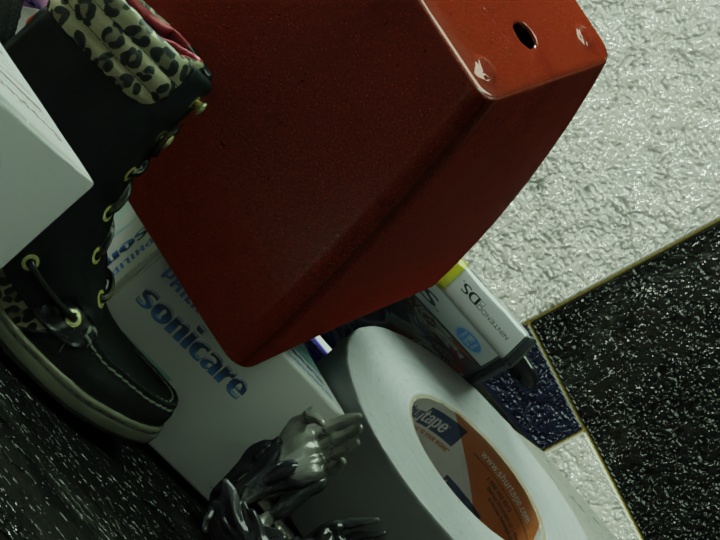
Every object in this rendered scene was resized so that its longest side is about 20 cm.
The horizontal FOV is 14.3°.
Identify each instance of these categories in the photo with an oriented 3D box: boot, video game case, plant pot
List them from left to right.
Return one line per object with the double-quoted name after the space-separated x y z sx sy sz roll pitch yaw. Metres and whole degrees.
-0.115 -0.028 1.302 0.204 0.154 0.074 46 5 -27 "boot"
-0.003 -0.101 1.388 0.200 0.176 0.200 57 33 7 "plant pot"
0.000 0.000 1.636 0.181 0.025 0.200 48 -21 -2 "video game case"

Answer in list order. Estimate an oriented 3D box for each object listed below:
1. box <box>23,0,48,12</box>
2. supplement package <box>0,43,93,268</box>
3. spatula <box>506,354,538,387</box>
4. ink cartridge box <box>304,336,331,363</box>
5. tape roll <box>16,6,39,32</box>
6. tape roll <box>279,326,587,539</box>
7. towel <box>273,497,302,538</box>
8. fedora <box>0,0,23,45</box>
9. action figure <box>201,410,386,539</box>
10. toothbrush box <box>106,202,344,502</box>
-0.171 -0.152 1.711 0.200 0.097 0.176 10 -30 51 "box"
-0.208 -0.078 1.061 0.117 0.117 0.200 44 7 -47 "supplement package"
0.032 -0.009 1.624 0.200 0.021 0.057 46 -26 6 "spatula"
-0.002 0.111 1.668 0.198 0.043 0.200 51 10 10 "ink cartridge box"
-0.142 -0.073 1.645 0.202 0.037 0.203 32 -19 12 "tape roll"
0.040 0.126 1.517 0.200 0.066 0.200 42 19 -18 "tape roll"
-0.034 0.123 1.673 0.200 0.023 0.144 51 6 26 "towel"
-0.226 -0.149 1.459 0.091 0.201 0.201 13 16 -15 "fedora"
-0.018 0.125 1.317 0.119 0.102 0.200 60 1 -10 "action figure"
-0.105 0.014 1.484 0.146 0.085 0.200 47 4 -31 "toothbrush box"
